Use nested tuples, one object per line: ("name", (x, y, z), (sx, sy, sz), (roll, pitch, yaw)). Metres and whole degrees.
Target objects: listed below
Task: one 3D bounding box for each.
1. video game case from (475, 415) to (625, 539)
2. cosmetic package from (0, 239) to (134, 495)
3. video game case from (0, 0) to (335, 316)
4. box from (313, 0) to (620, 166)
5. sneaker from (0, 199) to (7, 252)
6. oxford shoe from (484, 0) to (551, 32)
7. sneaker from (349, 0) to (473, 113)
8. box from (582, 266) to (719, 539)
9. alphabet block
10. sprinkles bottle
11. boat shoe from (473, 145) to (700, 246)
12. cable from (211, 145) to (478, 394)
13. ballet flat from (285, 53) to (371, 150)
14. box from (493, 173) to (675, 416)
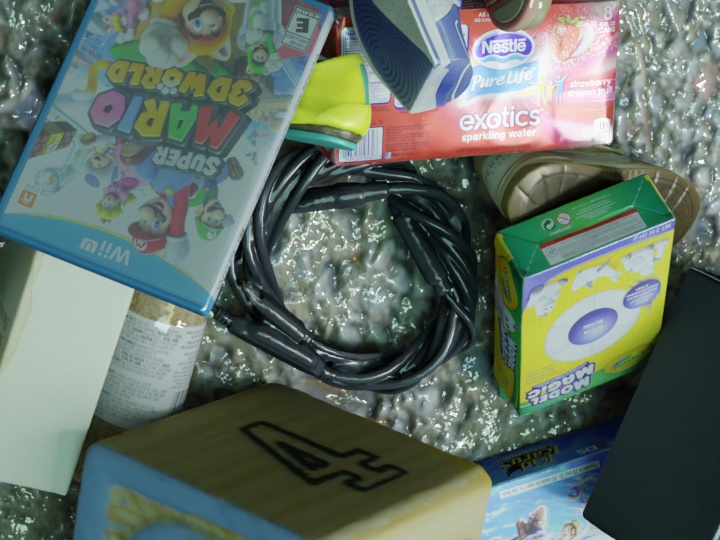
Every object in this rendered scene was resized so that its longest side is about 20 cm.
("video game case", (0.132, 0.222, 1.521), (0.198, 0.045, 0.183), (-16, 115, -14))
("cosmetic package", (-0.198, 0.027, 1.301), (0.073, 0.104, 0.201), (15, 102, -23))
("video game case", (-0.117, -0.090, 1.217), (0.142, 0.018, 0.201), (21, 79, 9))
("box", (0.062, -0.135, 1.337), (0.198, 0.095, 0.101), (-6, 111, -17))
("sneaker", (-0.282, 0.002, 1.282), (0.078, 0.090, 0.201), (0, 133, -43))
("oxford shoe", (0.123, -0.237, 1.295), (0.073, 0.071, 0.202), (21, 67, -30))
("sneaker", (0.040, -0.207, 1.241), (0.114, 0.081, 0.201), (-19, 76, -24))
("box", (0.293, 0.123, 1.466), (0.198, 0.123, 0.201), (16, 100, -45))
("alphabet block", (-0.057, 0.206, 1.322), (0.199, 0.195, 0.197), (-14, 120, -56))
("sprinkles bottle", (-0.139, 0.048, 1.347), (0.068, 0.068, 0.201), (11, 105, -23))
("boat shoe", (0.159, -0.059, 1.412), (0.199, 0.066, 0.074), (13, 115, -45))
("cable", (0.000, 0.000, 1.397), (0.199, 0.051, 0.164), (28, 93, -23))
("ballet flat", (-0.083, -0.115, 1.274), (0.067, 0.198, 0.068), (9, 87, -65))
("box", (0.151, 0.028, 1.411), (0.117, 0.049, 0.201), (-21, 148, -11))
